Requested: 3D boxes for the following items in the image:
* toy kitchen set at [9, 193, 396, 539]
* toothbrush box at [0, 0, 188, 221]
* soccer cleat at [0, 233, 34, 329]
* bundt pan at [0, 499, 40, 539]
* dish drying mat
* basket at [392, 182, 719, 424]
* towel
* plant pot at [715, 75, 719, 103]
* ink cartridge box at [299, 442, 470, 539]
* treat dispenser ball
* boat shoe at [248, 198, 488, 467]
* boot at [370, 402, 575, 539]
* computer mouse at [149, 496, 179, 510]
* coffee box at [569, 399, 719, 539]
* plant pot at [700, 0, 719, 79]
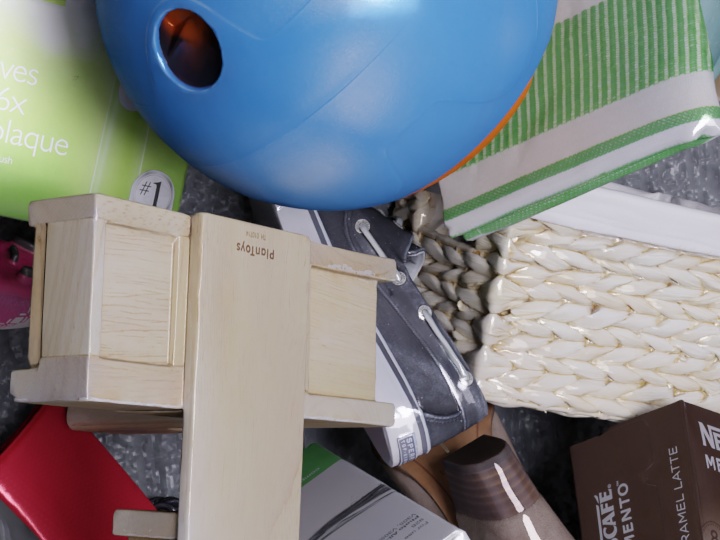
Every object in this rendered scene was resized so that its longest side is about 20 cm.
[{"bbox_3d":[-0.109,0.069,0.795,0.199,0.179,0.165,12,76,-52],"label":"toy kitchen set"},{"bbox_3d":[-0.149,-0.124,0.854,0.145,0.086,0.202,12,91,-29],"label":"toothbrush box"},{"bbox_3d":[-0.240,0.010,0.846,0.199,0.070,0.087,13,108,-26],"label":"soccer cleat"},{"bbox_3d":[-0.211,0.190,0.814,0.202,0.201,0.076,-54,128,-10],"label":"bundt pan"},{"bbox_3d":[-0.111,0.157,0.900,0.200,0.018,0.077,53,30,-13],"label":"dish drying mat"},{"bbox_3d":[0.119,0.010,0.987,0.199,0.135,0.124,11,97,-28],"label":"basket"},{"bbox_3d":[0.086,-0.130,0.829,0.023,0.152,0.202,16,59,-49],"label":"towel"},{"bbox_3d":[0.293,-0.195,1.027,0.199,0.200,0.185,5,84,-28],"label":"plant pot"},{"bbox_3d":[0.014,0.182,0.872,0.084,0.200,0.147,-34,105,-14],"label":"ink cartridge box"},{"bbox_3d":[-0.014,-0.126,0.765,0.199,0.201,0.203,-4,100,-26],"label":"treat dispenser ball"},{"bbox_3d":[0.000,0.000,0.913,0.067,0.072,0.201,-24,67,-14],"label":"boat shoe"},{"bbox_3d":[0.071,0.147,0.925,0.070,0.200,0.147,-26,101,-7],"label":"boot"},{"bbox_3d":[-0.035,0.168,0.984,0.198,0.044,0.111,-6,96,-21],"label":"computer mouse"},{"bbox_3d":[0.211,0.154,0.982,0.199,0.079,0.115,21,54,-41],"label":"coffee box"},{"bbox_3d":[0.112,-0.143,0.911,0.134,0.199,0.202,15,91,-49],"label":"plant pot"}]
